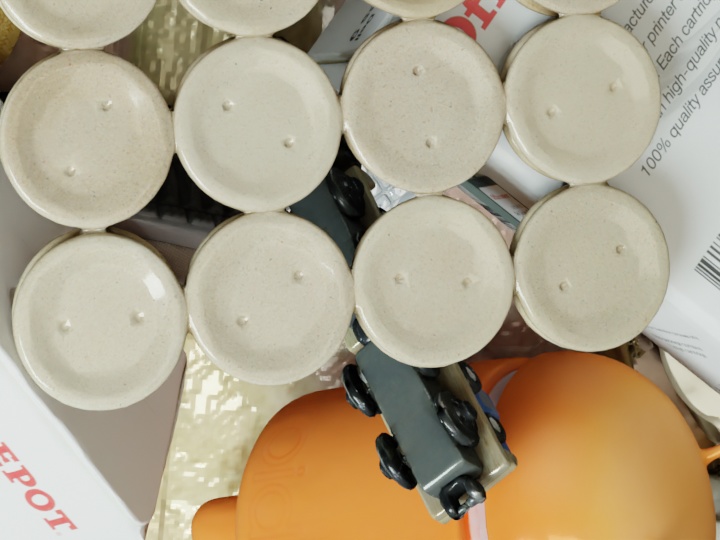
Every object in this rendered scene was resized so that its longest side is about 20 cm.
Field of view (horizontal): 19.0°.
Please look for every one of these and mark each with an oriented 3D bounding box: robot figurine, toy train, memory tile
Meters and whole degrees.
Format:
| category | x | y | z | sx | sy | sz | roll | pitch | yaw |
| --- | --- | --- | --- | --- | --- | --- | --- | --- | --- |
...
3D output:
| category | x | y | z | sx | sy | sz | roll | pitch | yaw |
| --- | --- | --- | --- | --- | --- | --- | --- | --- | --- |
| robot figurine | 0.037 | 0.092 | 0.747 | 0.143 | 0.199 | 0.118 | 23 | 61 | -50 |
| toy train | 0.000 | 0.000 | 0.701 | 0.034 | 0.201 | 0.046 | -37 | 143 | 16 |
| memory tile | -0.006 | -0.045 | 0.624 | 0.198 | 0.017 | 0.155 | -5 | 94 | -13 |

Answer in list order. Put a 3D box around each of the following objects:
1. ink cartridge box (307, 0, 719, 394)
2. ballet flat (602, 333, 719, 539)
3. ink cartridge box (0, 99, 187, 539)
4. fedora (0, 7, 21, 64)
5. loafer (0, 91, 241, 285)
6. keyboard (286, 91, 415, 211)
| category | x | y | z | sx | sy | sz | roll | pitch | yaw |
| --- | --- | --- | --- | --- | --- | --- | --- | --- | --- |
| ink cartridge box | 0.105 | -0.067 | 0.706 | 0.199 | 0.084 | 0.146 | 38 | 84 | -15 |
| ballet flat | 0.134 | 0.066 | 0.810 | 0.068 | 0.063 | 0.201 | -31 | 111 | 0 |
| ink cartridge box | -0.174 | 0.032 | 0.681 | 0.198 | 0.083 | 0.147 | -15 | 129 | 23 |
| fedora | -0.178 | -0.140 | 0.667 | 0.199 | 0.082 | 0.202 | 6 | 116 | 12 |
| loafer | -0.124 | -0.020 | 0.743 | 0.198 | 0.073 | 0.071 | 9 | 126 | -10 |
| keyboard | 0.040 | -0.076 | 0.775 | 0.199 | 0.011 | 0.056 | -36 | 110 | 3 |
